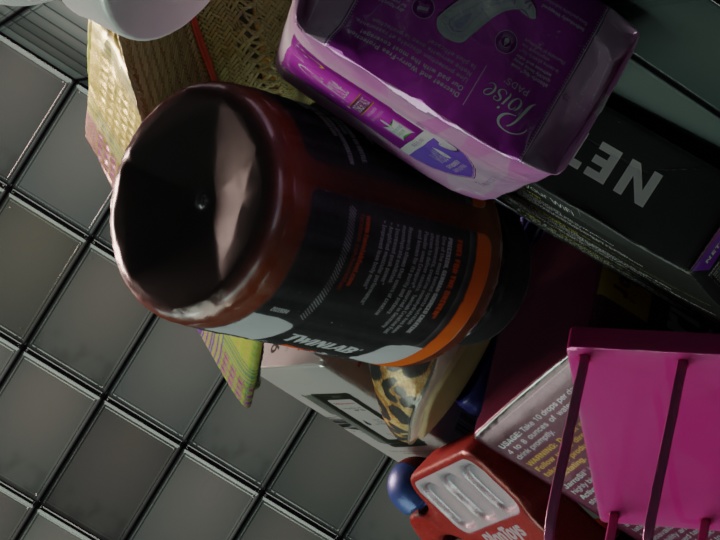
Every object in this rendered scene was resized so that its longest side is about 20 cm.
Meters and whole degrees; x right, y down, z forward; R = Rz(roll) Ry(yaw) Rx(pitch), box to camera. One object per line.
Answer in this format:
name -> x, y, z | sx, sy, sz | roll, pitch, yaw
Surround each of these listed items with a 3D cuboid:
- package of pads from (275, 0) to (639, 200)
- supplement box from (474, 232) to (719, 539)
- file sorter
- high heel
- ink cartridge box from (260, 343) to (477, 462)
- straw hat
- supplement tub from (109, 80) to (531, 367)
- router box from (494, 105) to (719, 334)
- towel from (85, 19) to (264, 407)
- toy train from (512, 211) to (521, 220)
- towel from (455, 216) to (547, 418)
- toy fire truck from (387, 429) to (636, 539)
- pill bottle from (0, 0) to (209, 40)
package of pads -> 0.030, -0.087, 0.988 | 0.120, 0.076, 0.200 | 31, 177, -3
supplement box -> 0.174, 0.066, 1.291 | 0.200, 0.131, 0.103 | 32, 134, -16
file sorter -> 0.192, 0.122, 1.145 | 0.199, 0.126, 0.139 | 3, 140, 16
high heel -> 0.000, 0.000, 1.303 | 0.142, 0.071, 0.200 | 33, 142, 17
ink cartridge box -> 0.016, 0.029, 1.403 | 0.200, 0.116, 0.068 | 35, 154, -34
straw hat -> -0.049, -0.114, 1.159 | 0.085, 0.202, 0.201 | -10, 168, 10
supplement tub -> -0.009, -0.014, 1.114 | 0.107, 0.107, 0.200 | 29, -170, 41
router box -> 0.104, -0.044, 1.162 | 0.200, 0.051, 0.149 | 32, 178, 26
towel -> -0.096, -0.039, 1.324 | 0.200, 0.023, 0.144 | 58, 159, 21
toy train -> 0.098, -0.018, 1.491 | 0.114, 0.085, 0.200 | 12, 163, 39
towel -> 0.154, 0.056, 1.396 | 0.200, 0.148, 0.050 | 31, 164, -19
toy fire truck -> 0.093, 0.157, 1.369 | 0.168, 0.112, 0.200 | 45, 162, -3
pill bottle -> -0.141, -0.170, 0.949 | 0.200, 0.120, 0.120 | 30, 177, 24
